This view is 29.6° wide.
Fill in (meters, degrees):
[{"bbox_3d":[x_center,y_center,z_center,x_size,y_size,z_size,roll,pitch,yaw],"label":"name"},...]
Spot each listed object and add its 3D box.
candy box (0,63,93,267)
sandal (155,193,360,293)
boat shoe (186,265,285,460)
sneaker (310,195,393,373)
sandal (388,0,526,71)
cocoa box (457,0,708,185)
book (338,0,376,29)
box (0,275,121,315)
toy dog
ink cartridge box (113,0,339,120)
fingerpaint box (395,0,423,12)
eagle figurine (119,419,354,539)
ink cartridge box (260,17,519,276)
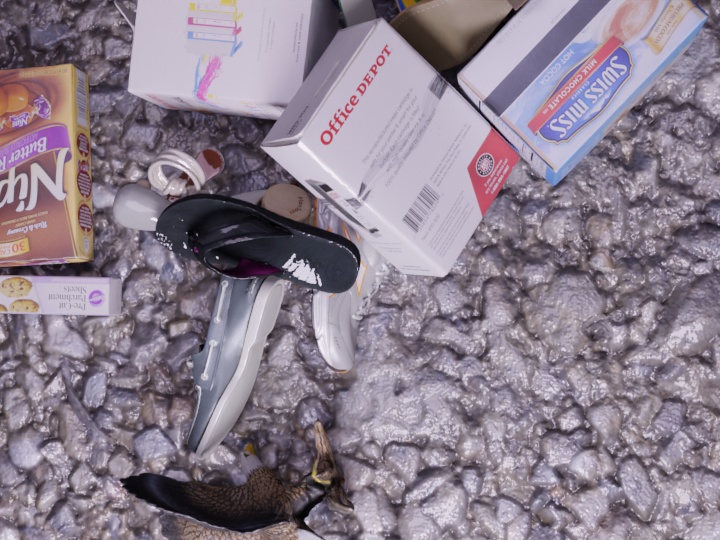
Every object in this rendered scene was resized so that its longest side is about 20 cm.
[{"bbox_3d":[-0.339,-0.106,1.402,0.116,0.056,0.202,-4,87,8],"label":"candy box"},{"bbox_3d":[-0.099,-0.021,1.269,0.199,0.048,0.076,12,124,6],"label":"sandal"},{"bbox_3d":[-0.136,0.088,1.342,0.061,0.073,0.201,24,102,13],"label":"boat shoe"},{"bbox_3d":[0.000,0.000,1.333,0.091,0.076,0.202,1,88,5],"label":"sneaker"},{"bbox_3d":[0.100,-0.257,1.260,0.077,0.211,0.070,33,56,-20],"label":"sandal"},{"bbox_3d":[0.206,-0.198,1.279,0.131,0.133,0.200,45,94,7],"label":"cocoa box"},{"bbox_3d":[-0.027,-0.331,1.290,0.048,0.134,0.201,-18,57,1],"label":"book"},{"bbox_3d":[-0.346,0.025,1.402,0.198,0.039,0.042,2,88,9],"label":"box"},{"bbox_3d":[-0.132,-0.068,1.343,0.199,0.097,0.132,27,133,-18],"label":"toy dog"},{"bbox_3d":[-0.134,-0.221,1.339,0.198,0.129,0.126,6,89,10],"label":"ink cartridge box"},{"bbox_3d":[0.086,-0.349,1.295,0.166,0.073,0.201,-20,114,7],"label":"fingerpaint box"},{"bbox_3d":[-0.111,0.229,1.310,0.199,0.151,0.153,-21,103,-4],"label":"eagle figurine"},{"bbox_3d":[0.029,-0.111,1.264,0.200,0.083,0.147,41,72,-25],"label":"ink cartridge box"}]
